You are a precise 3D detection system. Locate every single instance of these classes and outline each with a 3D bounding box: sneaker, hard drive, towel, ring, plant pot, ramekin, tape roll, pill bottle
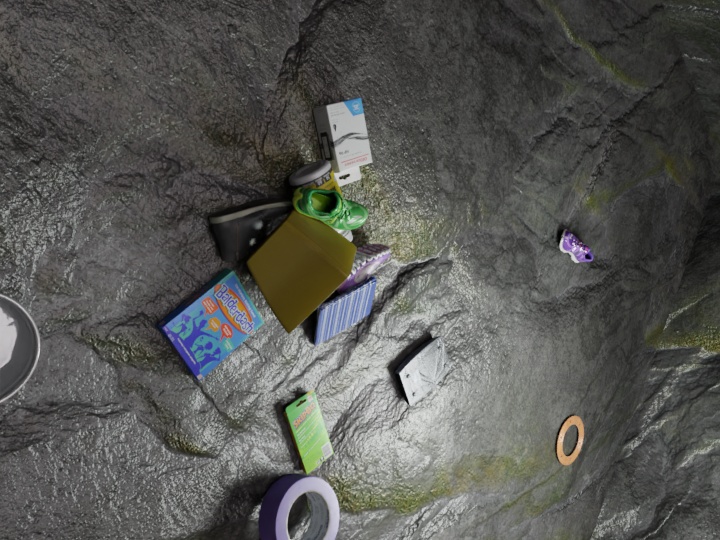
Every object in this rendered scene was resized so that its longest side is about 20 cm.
[{"bbox_3d":[-0.059,-0.137,1.280,0.196,0.083,0.077,11,88,-35],"label":"sneaker"},{"bbox_3d":[0.189,0.299,1.707,0.198,0.042,0.138,-35,116,-30],"label":"hard drive"},{"bbox_3d":[-0.243,-0.097,1.291,0.196,0.074,0.109,-19,112,-26],"label":"sneaker"},{"bbox_3d":[-0.041,0.104,1.470,0.197,0.024,0.147,-27,145,-33],"label":"towel"},{"bbox_3d":[0.861,0.698,2.323,0.196,0.019,0.207,-6,99,-38],"label":"ring"},{"bbox_3d":[-0.142,-0.020,1.275,0.199,0.201,0.176,-42,103,17],"label":"plant pot"},{"bbox_3d":[-0.661,0.125,0.953,0.196,0.104,0.207,-6,99,-39],"label":"ramekin"},{"bbox_3d":[0.000,0.000,1.497,0.197,0.080,0.091,-31,121,-26],"label":"sneaker"},{"bbox_3d":[0.827,-0.094,2.146,0.198,0.082,0.083,29,78,-37],"label":"sneaker"},{"bbox_3d":[-0.152,0.622,1.414,0.196,0.084,0.207,11,74,-41],"label":"tape roll"},{"bbox_3d":[-0.090,-0.154,1.375,0.111,0.110,0.204,-37,118,-28],"label":"pill bottle"}]

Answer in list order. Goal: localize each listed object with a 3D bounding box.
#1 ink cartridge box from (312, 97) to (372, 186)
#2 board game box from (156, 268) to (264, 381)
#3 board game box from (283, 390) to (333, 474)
[{"bbox_3d":[-0.039,-0.319,1.421,0.114,0.067,0.206,-24,111,-34],"label":"ink cartridge box"},{"bbox_3d":[-0.330,0.118,1.259,0.200,0.044,0.155,-43,120,-27],"label":"board game box"},{"bbox_3d":[-0.136,0.418,1.469,0.094,0.030,0.205,-28,115,-34],"label":"board game box"}]
